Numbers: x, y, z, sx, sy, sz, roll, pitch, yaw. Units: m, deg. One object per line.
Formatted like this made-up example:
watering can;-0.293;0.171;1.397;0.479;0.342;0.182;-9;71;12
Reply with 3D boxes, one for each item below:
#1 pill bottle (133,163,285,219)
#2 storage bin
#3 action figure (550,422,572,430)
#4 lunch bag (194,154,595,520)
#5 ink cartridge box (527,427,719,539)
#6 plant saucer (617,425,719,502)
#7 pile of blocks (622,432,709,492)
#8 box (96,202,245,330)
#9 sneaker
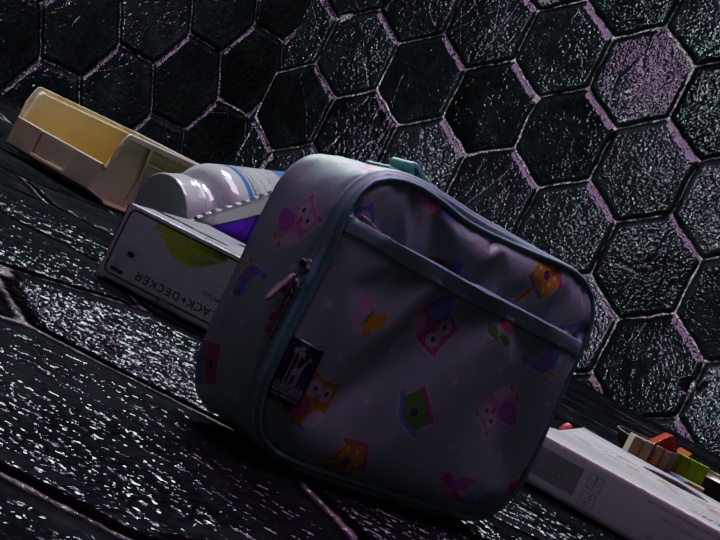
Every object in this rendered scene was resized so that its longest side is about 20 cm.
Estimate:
pill bottle;-0.130;-0.050;1.381;0.112;0.112;0.200;28;17;38
storage bin;-0.316;-0.139;1.740;0.200;0.094;0.199;29;3;38
action figure;0.169;0.151;1.231;0.065;0.052;0.200;32;7;27
lunch bag;0.023;0.034;0.697;0.200;0.160;0.077;26;2;-38
ink cartridge box;0.230;0.186;1.071;0.200;0.045;0.176;28;3;24
plant saucer;0.420;0.262;1.768;0.200;0.032;0.200;26;2;-1
pile of blocks;0.352;0.220;1.530;0.082;0.062;0.200;28;3;32
box;-0.116;0.005;1.081;0.117;0.060;0.200;27;2;11
sneaker;-0.084;-0.015;1.211;0.200;0.100;0.070;-19;-3;13
